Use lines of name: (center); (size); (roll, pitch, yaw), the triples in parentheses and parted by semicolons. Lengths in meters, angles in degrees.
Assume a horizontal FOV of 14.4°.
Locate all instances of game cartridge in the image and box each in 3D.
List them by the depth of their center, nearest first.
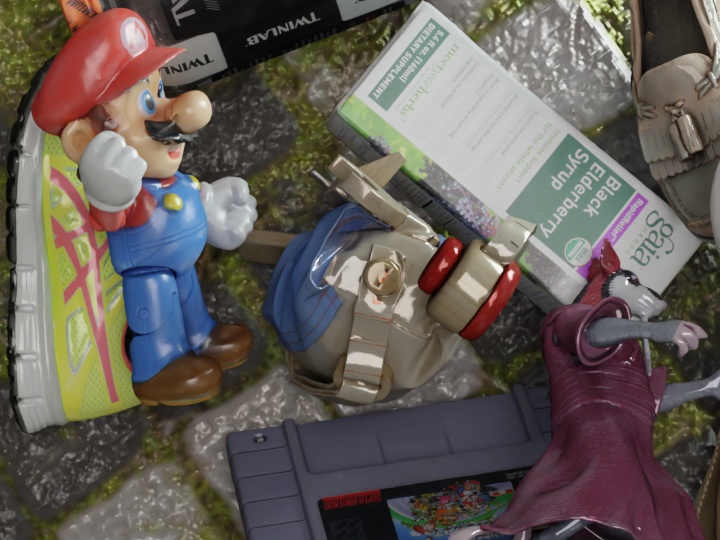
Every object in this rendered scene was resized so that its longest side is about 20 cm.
game cartridge: (0.035, 0.118, 1.515); (0.199, 0.130, 0.039); (-8, 122, -7)

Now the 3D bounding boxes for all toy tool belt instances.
toy tool belt: (0.000, 0.000, 1.480); (0.123, 0.200, 0.125); (35, 73, -5)

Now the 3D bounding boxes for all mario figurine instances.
mario figurine: (-0.094, -0.037, 1.447); (0.105, 0.123, 0.201); (-20, 107, -15)

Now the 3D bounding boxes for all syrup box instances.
syrup box: (0.083, -0.048, 1.550); (0.200, 0.081, 0.079); (40, 84, -1)

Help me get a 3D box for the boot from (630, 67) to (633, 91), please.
boot: (0.253, -0.093, 1.547); (0.199, 0.132, 0.070); (15, 85, -5)

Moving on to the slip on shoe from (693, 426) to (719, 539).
slip on shoe: (0.234, 0.081, 1.568); (0.076, 0.061, 0.201); (26, 84, -4)

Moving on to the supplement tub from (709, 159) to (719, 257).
supplement tub: (0.275, 0.004, 1.461); (0.144, 0.200, 0.145); (-15, 52, 20)

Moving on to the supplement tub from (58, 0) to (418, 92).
supplement tub: (-0.063, -0.171, 1.516); (0.199, 0.123, 0.123); (-22, 89, -1)

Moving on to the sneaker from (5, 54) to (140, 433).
sneaker: (-0.145, -0.015, 1.529); (0.090, 0.078, 0.201); (-1, 96, -8)

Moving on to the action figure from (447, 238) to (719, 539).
action figure: (0.122, 0.080, 1.459); (0.148, 0.134, 0.201); (-16, 55, 17)

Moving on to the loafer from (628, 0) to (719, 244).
loafer: (0.168, -0.111, 1.519); (0.072, 0.063, 0.201); (-22, 58, 32)
